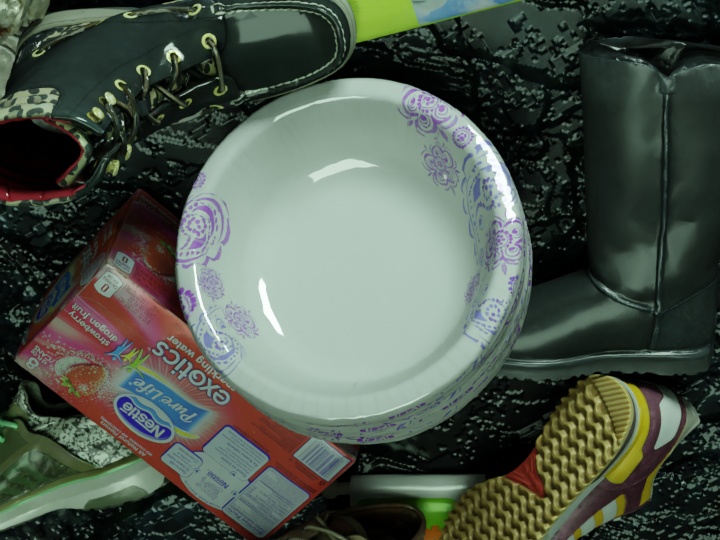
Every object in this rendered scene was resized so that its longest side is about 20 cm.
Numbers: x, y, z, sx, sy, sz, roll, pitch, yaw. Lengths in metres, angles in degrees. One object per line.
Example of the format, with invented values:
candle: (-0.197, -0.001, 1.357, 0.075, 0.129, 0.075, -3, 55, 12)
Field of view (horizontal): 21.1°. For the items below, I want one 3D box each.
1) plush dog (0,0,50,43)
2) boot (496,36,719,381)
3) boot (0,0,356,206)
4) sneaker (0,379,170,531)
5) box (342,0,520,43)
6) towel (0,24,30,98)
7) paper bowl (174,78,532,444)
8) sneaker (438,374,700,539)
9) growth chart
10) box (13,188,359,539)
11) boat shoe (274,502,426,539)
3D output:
plush dog: (-0.234, -0.219, 1.015, 0.170, 0.200, 0.162, 19, 101, -6)
boot: (0.137, -0.037, 1.131, 0.163, 0.066, 0.201, -2, 122, -2)
boot: (-0.109, -0.094, 1.040, 0.202, 0.154, 0.074, -5, 118, 13)
sneaker: (-0.219, 0.114, 1.262, 0.198, 0.077, 0.089, -14, 104, 8)
box: (0.057, -0.204, 1.060, 0.198, 0.048, 0.123, -13, 117, 14)
towel: (-0.281, -0.090, 1.168, 0.132, 0.035, 0.201, 28, 119, -8)
paper bowl: (0.000, 0.000, 1.113, 0.199, 0.202, 0.104, -5, 163, 9)
sneaker: (0.133, 0.147, 1.224, 0.090, 0.075, 0.200, 11, 133, -39)
growth chart: (0.052, 0.218, 1.311, 0.143, 0.018, 0.201, -9, 115, 10)
box: (-0.100, 0.061, 1.194, 0.200, 0.096, 0.100, 39, 118, -15)
boat shoe: (-0.027, 0.182, 1.199, 0.076, 0.199, 0.072, 36, 113, 24)
